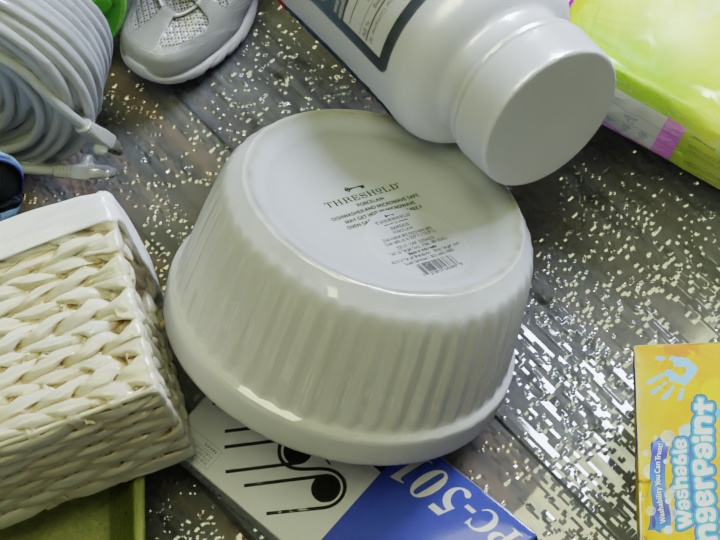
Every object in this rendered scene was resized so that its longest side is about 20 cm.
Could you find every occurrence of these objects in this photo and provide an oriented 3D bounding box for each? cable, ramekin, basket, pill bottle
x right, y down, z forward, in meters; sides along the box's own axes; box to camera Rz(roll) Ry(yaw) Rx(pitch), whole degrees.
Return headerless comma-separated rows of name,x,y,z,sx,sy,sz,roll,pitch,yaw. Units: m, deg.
cable,-0.243,-0.134,1.499,0.200,0.200,0.069,5,59,25
ramekin,0.000,0.000,1.399,0.200,0.105,0.200,12,38,-10
basket,-0.198,0.062,1.387,0.200,0.136,0.123,-19,68,0
pill bottle,0.045,-0.141,1.410,0.120,0.120,0.200,-37,57,-9

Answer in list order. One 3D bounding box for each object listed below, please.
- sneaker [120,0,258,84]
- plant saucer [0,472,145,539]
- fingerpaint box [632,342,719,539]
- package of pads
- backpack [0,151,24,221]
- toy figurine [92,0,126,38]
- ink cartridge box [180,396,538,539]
sneaker,-0.087,-0.205,1.572,0.075,0.082,0.200,27,72,19
plant saucer,-0.213,0.168,1.439,0.200,0.048,0.200,-6,65,6
fingerpaint box,0.230,0.141,1.366,0.167,0.073,0.200,-3,65,7
package of pads,0.218,-0.127,1.471,0.200,0.068,0.155,29,73,4
backpack,-0.301,-0.039,1.457,0.135,0.200,0.183,52,122,24
toy figurine,-0.191,-0.247,1.574,0.200,0.150,0.184,-24,46,34
ink cartridge box,-0.004,0.126,1.426,0.200,0.044,0.094,37,78,22
